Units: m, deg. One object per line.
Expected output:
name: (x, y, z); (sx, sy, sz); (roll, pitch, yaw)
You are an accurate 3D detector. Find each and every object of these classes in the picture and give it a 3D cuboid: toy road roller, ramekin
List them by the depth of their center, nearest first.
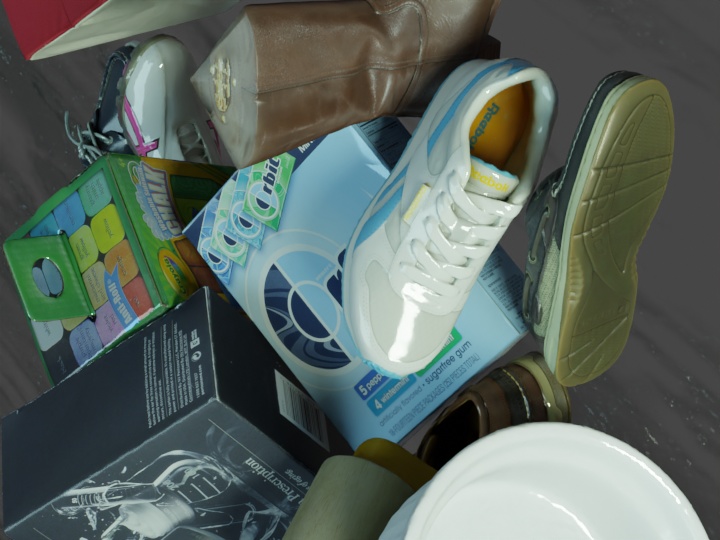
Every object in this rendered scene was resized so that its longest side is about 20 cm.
ramekin: (0.097, 0.194, 1.219); (0.098, 0.200, 0.201); (-37, 69, 65)
toy road roller: (0.027, 0.214, 1.330); (0.200, 0.123, 0.146); (36, 148, -9)

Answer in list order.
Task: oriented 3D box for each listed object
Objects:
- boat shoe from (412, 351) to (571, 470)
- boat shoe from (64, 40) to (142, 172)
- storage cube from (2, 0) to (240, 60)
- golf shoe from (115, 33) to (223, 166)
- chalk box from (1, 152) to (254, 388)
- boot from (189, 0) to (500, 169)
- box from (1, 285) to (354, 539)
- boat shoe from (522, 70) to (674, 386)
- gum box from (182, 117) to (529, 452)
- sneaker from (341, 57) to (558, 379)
boat shoe: (0.062, 0.122, 1.364); (0.072, 0.067, 0.200); (62, 145, 24)
boat shoe: (-0.200, -0.088, 1.716); (0.075, 0.062, 0.201); (47, 137, 42)
storage cube: (-0.157, -0.265, 1.462); (0.171, 0.199, 0.181); (-21, 89, 58)
golf shoe: (-0.128, -0.080, 1.602); (0.092, 0.072, 0.201); (29, 135, 43)
chalk box: (-0.154, 0.003, 1.473); (0.124, 0.200, 0.125); (-36, 67, 32)
boot: (-0.005, -0.162, 1.243); (0.064, 0.199, 0.187); (25, 122, 52)
box: (-0.107, 0.140, 1.427); (0.182, 0.200, 0.104); (-32, 41, 21)
boat shoe: (0.124, -0.028, 1.209); (0.066, 0.072, 0.202); (40, 137, 38)
gum box: (0.000, 0.000, 1.355); (0.200, 0.044, 0.170); (52, 131, 7)
sneaker: (0.051, -0.033, 1.237); (0.201, 0.076, 0.081); (-68, 18, -6)
